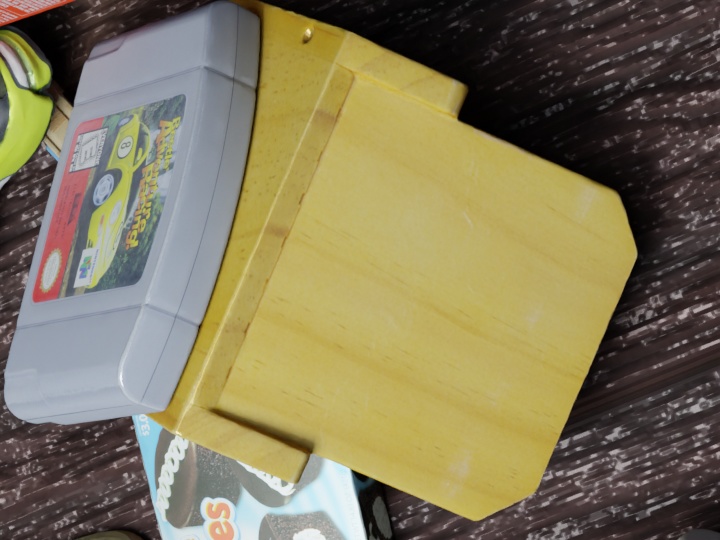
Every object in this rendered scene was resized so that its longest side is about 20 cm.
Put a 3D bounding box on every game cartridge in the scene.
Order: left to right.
[{"bbox_3d":[-0.106,-0.028,1.364,0.133,0.041,0.201,-9,64,50],"label":"game cartridge"}]

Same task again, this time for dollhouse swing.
[{"bbox_3d":[0.000,0.000,1.383,0.181,0.175,0.201,26,93,59],"label":"dollhouse swing"}]

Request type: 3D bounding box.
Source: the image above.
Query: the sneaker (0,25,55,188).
[{"bbox_3d":[-0.231,-0.039,1.460,0.074,0.081,0.201,46,125,29],"label":"sneaker"}]

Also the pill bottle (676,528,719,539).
[{"bbox_3d":[0.124,0.225,1.380,0.114,0.114,0.200,45,114,6],"label":"pill bottle"}]

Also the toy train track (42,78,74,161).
[{"bbox_3d":[-0.108,-0.030,1.452,0.115,0.033,0.200,-46,75,7],"label":"toy train track"}]

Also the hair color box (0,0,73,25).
[{"bbox_3d":[-0.221,-0.172,1.430,0.199,0.064,0.112,-15,73,23],"label":"hair color box"}]

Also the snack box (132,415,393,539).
[{"bbox_3d":[-0.039,0.154,1.470,0.115,0.037,0.202,-9,99,24],"label":"snack box"}]

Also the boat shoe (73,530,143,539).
[{"bbox_3d":[-0.200,0.196,1.524,0.199,0.072,0.073,-20,95,24],"label":"boat shoe"}]
